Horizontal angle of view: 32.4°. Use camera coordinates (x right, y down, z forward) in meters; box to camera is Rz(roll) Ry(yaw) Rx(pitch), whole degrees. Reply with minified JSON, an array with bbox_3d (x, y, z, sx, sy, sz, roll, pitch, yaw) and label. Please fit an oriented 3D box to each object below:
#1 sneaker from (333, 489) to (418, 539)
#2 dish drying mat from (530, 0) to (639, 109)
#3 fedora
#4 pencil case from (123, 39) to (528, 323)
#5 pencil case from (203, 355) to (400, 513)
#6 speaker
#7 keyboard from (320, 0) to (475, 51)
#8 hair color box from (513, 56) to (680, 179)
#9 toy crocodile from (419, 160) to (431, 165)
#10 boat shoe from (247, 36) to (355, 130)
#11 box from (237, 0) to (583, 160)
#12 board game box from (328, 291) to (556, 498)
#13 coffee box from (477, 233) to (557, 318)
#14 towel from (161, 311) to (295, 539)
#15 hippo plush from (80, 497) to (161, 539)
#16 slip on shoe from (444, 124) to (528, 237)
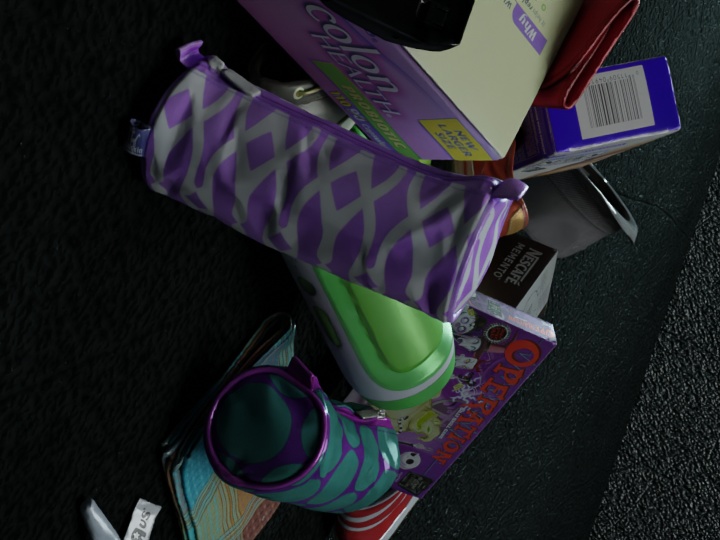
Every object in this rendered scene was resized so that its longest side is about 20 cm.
[{"bbox_3d":[0.040,0.170,1.184,0.200,0.071,0.113,-54,159,-28],"label":"sneaker"},{"bbox_3d":[0.088,-0.141,0.764,0.018,0.200,0.077,36,86,-27],"label":"dish drying mat"},{"bbox_3d":[0.195,-0.076,1.253,0.090,0.177,0.200,-41,168,15],"label":"fedora"},{"bbox_3d":[-0.018,-0.047,0.652,0.086,0.199,0.084,-69,170,24],"label":"pencil case"},{"bbox_3d":[-0.035,0.120,0.867,0.093,0.085,0.200,-50,160,0],"label":"pencil case"},{"bbox_3d":[0.000,0.000,0.824,0.089,0.088,0.201,-54,136,-32],"label":"speaker"},{"bbox_3d":[0.049,-0.198,0.612,0.201,0.103,0.040,-70,-164,-10],"label":"keyboard"},{"bbox_3d":[0.170,-0.119,1.035,0.200,0.108,0.065,171,-93,-78],"label":"hair color box"},{"bbox_3d":[0.054,-0.149,0.913,0.067,0.061,0.202,-21,129,-63],"label":"toy crocodile"},{"bbox_3d":[-0.002,-0.146,0.764,0.202,0.072,0.061,-49,158,-33],"label":"boat shoe"},{"bbox_3d":[0.039,-0.193,0.681,0.176,0.096,0.201,42,67,-36],"label":"box"},{"bbox_3d":[0.050,0.096,0.987,0.200,0.119,0.032,-55,-152,31],"label":"board game box"},{"bbox_3d":[0.084,0.043,1.109,0.200,0.112,0.080,-47,151,-43],"label":"coffee box"},{"bbox_3d":[-0.086,0.141,0.911,0.147,0.022,0.201,-52,154,-36],"label":"towel"},{"bbox_3d":[-0.111,0.268,0.774,0.201,0.160,0.159,-67,159,-3],"label":"hippo plush"},{"bbox_3d":[0.098,-0.112,0.981,0.074,0.061,0.202,94,-5,-63],"label":"slip on shoe"}]
